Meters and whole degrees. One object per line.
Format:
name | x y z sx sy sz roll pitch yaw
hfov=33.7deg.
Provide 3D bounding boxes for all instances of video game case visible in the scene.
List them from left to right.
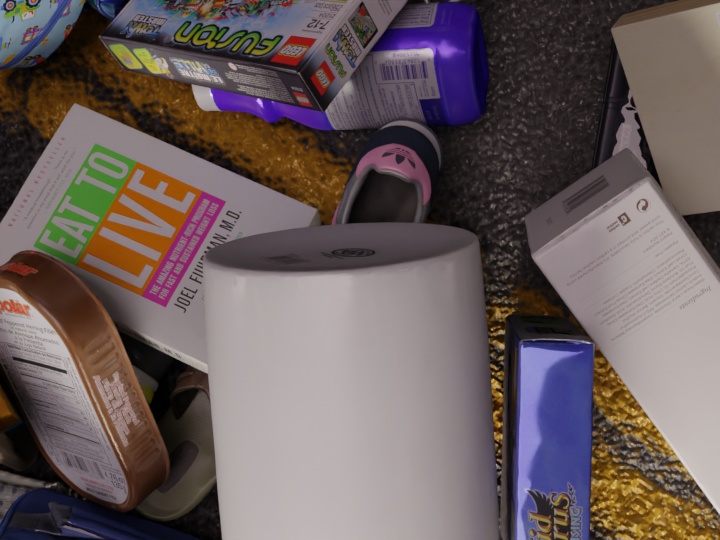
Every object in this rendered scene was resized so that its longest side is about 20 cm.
video game case | 0.112 0.133 0.732 0.045 0.181 0.201 1 93 5

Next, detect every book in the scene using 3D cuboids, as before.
book | -0.146 -0.019 0.838 0.199 0.048 0.134 23 70 12

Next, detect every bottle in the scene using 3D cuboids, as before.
bottle | -0.015 -0.136 0.810 0.199 0.084 0.065 -1 51 16

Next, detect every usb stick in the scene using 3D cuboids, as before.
usb stick | 0.180 -0.065 0.786 0.055 0.033 0.201 9 94 8

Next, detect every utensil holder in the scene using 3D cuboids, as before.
utensil holder | -0.003 0.083 0.684 0.169 0.170 0.201 0 101 15

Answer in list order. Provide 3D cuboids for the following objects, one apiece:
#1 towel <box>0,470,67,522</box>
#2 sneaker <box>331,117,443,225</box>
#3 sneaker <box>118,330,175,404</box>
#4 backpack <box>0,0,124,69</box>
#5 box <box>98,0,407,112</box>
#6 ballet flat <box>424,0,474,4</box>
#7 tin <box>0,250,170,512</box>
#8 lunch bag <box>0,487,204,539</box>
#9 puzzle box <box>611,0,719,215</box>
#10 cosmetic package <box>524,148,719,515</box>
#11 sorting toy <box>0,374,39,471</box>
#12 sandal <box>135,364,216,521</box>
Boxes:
towel | -0.317 0.237 0.925 0.199 0.035 0.193 7 104 13
sneaker | 0.000 0.000 0.794 0.070 0.082 0.201 15 112 5
sneaker | -0.209 0.019 0.883 0.200 0.075 0.085 36 75 16
backpack | -0.243 -0.227 0.826 0.183 0.134 0.201 41 115 36
box | -0.071 -0.169 0.782 0.200 0.035 0.110 17 63 39
ballet flat | 0.033 -0.208 0.803 0.199 0.073 0.073 -2 91 13
tin | -0.195 0.080 0.809 0.112 0.042 0.201 5 125 36
lunch bag | -0.182 0.233 0.819 0.199 0.136 0.133 21 100 -9
puzzle box | 0.258 -0.105 0.685 0.199 0.025 0.133 -7 117 35
cosmetic package | 0.191 0.034 0.722 0.085 0.108 0.200 -34 98 13
sorting toy | -0.283 0.051 0.836 0.036 0.200 0.186 -29 84 -9
sandal | -0.105 0.102 0.855 0.080 0.057 0.201 35 100 11
